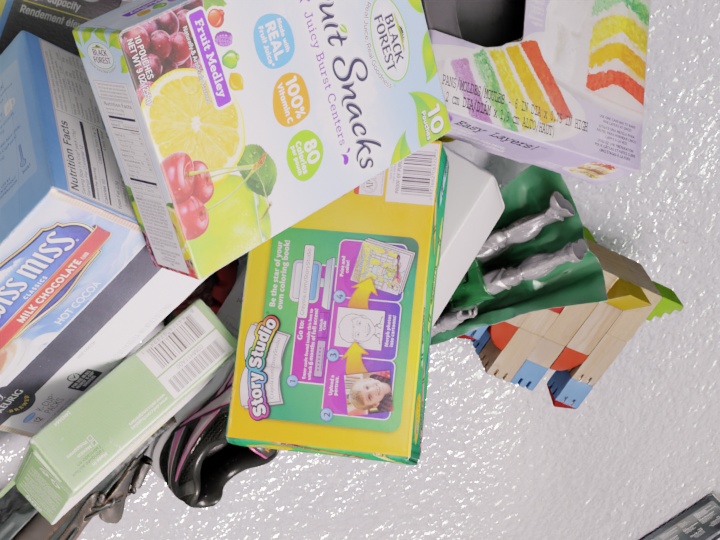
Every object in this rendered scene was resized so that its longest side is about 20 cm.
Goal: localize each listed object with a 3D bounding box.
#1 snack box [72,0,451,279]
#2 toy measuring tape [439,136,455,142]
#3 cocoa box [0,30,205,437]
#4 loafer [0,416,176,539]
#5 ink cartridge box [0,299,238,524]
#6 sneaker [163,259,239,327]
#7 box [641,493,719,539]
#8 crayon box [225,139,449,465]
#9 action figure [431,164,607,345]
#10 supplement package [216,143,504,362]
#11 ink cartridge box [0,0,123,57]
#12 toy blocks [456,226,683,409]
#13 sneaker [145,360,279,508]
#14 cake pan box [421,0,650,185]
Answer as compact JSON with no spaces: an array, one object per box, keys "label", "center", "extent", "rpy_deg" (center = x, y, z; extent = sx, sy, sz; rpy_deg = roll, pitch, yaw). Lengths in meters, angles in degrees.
[{"label":"snack box","center":[-0.047,-0.105,0.788],"extent":[0.199,0.053,0.144],"rpy_deg":[-32,120,-32]},{"label":"toy measuring tape","center":[0.125,-0.169,1.030],"extent":[0.200,0.073,0.074],"rpy_deg":[-43,131,-9]},{"label":"cocoa box","center":[-0.202,-0.016,0.855],"extent":[0.200,0.134,0.130],"rpy_deg":[-41,139,26]},{"label":"loafer","center":[-0.205,0.176,1.045],"extent":[0.200,0.072,0.063],"rpy_deg":[-41,88,7]},{"label":"ink cartridge box","center":[-0.168,0.106,0.940],"extent":[0.145,0.048,0.200],"rpy_deg":[-42,178,-29]},{"label":"sneaker","center":[-0.125,-0.019,0.982],"extent":[0.096,0.071,0.202],"rpy_deg":[6,129,-12]},{"label":"box","center":[0.315,0.348,1.475],"extent":[0.199,0.046,0.160],"rpy_deg":[-30,129,-10]},{"label":"crayon box","center":[-0.013,0.016,0.892],"extent":[0.117,0.058,0.203],"rpy_deg":[5,82,10]},{"label":"action figure","center":[0.080,0.006,1.082],"extent":[0.199,0.120,0.054],"rpy_deg":[-27,161,29]},{"label":"supplement package","center":[0.000,0.000,0.983],"extent":[0.201,0.116,0.117],"rpy_deg":[-57,166,-2]},{"label":"ink cartridge box","center":[-0.237,-0.178,0.835],"extent":[0.196,0.047,0.202],"rpy_deg":[12,114,-35]},{"label":"toy blocks","center":[0.148,0.035,1.164],"extent":[0.198,0.100,0.137],"rpy_deg":[23,115,-26]},{"label":"sneaker","center":[-0.076,0.103,1.072],"extent":[0.080,0.086,0.201],"rpy_deg":[33,99,-41]},{"label":"cake pan box","center":[0.113,-0.173,0.967],"extent":[0.198,0.052,0.187],"rpy_deg":[15,74,-30]}]
